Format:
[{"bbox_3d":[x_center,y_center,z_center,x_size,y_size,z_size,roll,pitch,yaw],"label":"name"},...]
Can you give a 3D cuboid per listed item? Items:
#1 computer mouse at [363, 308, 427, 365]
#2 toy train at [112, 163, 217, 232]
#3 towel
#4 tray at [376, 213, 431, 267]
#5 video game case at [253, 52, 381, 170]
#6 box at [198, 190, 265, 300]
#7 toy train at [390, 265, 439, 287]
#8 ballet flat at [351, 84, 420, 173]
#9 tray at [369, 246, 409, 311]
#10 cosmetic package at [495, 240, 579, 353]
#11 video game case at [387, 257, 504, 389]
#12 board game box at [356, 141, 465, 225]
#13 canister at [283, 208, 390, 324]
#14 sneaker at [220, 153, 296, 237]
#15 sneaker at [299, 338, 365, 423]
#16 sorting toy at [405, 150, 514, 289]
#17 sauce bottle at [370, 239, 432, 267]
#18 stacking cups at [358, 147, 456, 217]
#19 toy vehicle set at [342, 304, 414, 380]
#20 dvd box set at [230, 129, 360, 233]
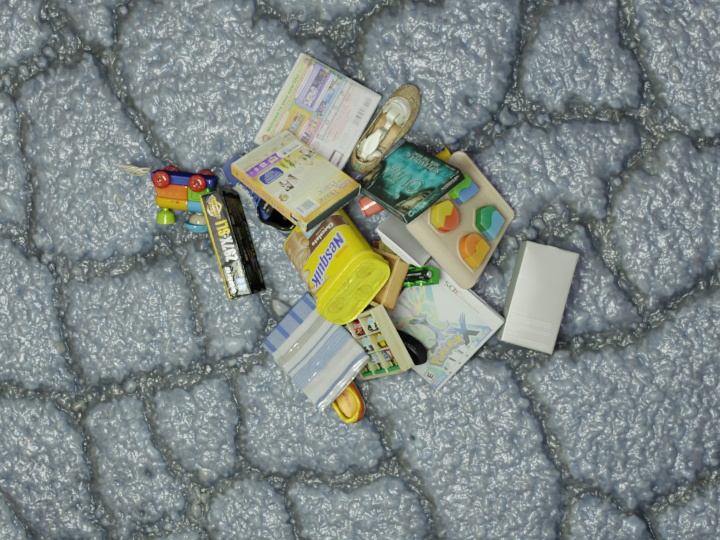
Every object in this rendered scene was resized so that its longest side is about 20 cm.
[{"bbox_3d":[0.048,0.112,1.680,0.200,0.059,0.034,38,60,7],"label":"computer mouse"},{"bbox_3d":[-0.383,-0.142,1.703,0.200,0.085,0.116,6,105,2],"label":"toy train"},{"bbox_3d":[-0.089,0.155,1.672,0.147,0.024,0.200,-48,62,5],"label":"towel"},{"bbox_3d":[0.091,-0.064,1.629,0.107,0.200,0.022,41,115,1],"label":"tray"},{"bbox_3d":[-0.084,-0.295,1.710,0.182,0.022,0.200,29,93,1],"label":"video game case"},{"bbox_3d":[-0.239,-0.048,1.654,0.049,0.160,0.200,-16,91,2],"label":"box"},{"bbox_3d":[0.065,0.016,1.646,0.200,0.056,0.042,-7,78,45],"label":"toy train"},{"bbox_3d":[0.051,-0.273,1.682,0.070,0.065,0.200,32,92,5],"label":"ballet flat"},{"bbox_3d":[0.000,0.000,1.645,0.200,0.037,0.099,22,94,46],"label":"tray"},{"bbox_3d":[0.336,0.049,1.669,0.107,0.090,0.200,17,89,1],"label":"cosmetic package"},{"bbox_3d":[0.144,0.104,1.675,0.182,0.022,0.200,41,114,1],"label":"video game case"},{"bbox_3d":[0.087,-0.165,1.617,0.135,0.200,0.028,-40,124,-8],"label":"board game box"},{"bbox_3d":[-0.050,-0.020,1.609,0.149,0.086,0.200,-51,45,16],"label":"canister"},{"bbox_3d":[-0.181,-0.145,1.671,0.081,0.115,0.199,-44,89,2],"label":"sneaker"},{"bbox_3d":[-0.054,0.204,1.691,0.073,0.077,0.200,-38,80,4],"label":"sneaker"},{"bbox_3d":[0.194,-0.095,1.627,0.185,0.036,0.200,46,62,-20],"label":"sorting toy"},{"bbox_3d":[0.116,-0.019,1.688,0.200,0.066,0.066,7,92,0],"label":"sauce bottle"},{"bbox_3d":[0.092,-0.165,1.694,0.200,0.061,0.061,-28,90,8],"label":"stacking cups"},{"bbox_3d":[0.021,0.138,1.631,0.026,0.200,0.124,-29,90,-24],"label":"toy vehicle set"},{"bbox_3d":[-0.120,-0.169,1.623,0.200,0.029,0.146,38,57,21],"label":"dvd box set"}]
